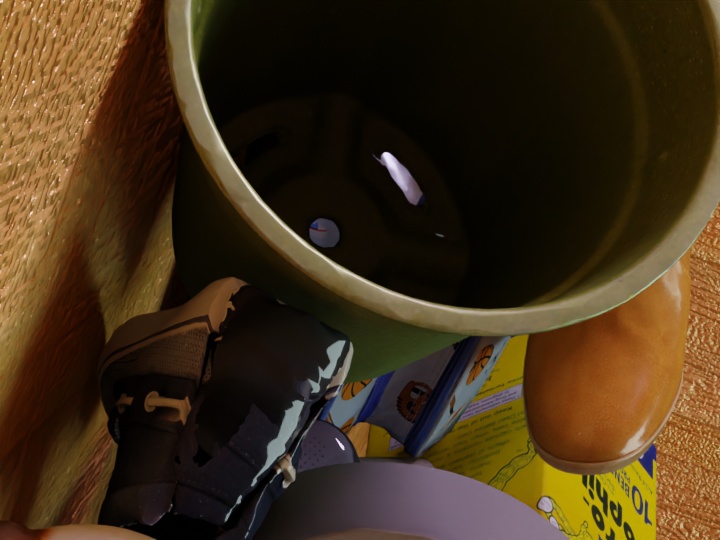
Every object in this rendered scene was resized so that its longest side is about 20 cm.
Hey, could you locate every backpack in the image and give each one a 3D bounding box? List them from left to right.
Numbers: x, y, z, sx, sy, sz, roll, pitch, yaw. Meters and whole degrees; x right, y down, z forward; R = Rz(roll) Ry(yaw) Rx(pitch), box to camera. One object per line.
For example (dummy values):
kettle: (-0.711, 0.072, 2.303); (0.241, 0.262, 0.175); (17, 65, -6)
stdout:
backpack: (0.000, 0.000, 1.111); (0.200, 0.154, 0.190); (-68, 166, 11)

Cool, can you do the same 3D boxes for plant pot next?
plant pot: (0.007, -0.043, 0.890); (0.200, 0.200, 0.190); (-68, -172, -25)

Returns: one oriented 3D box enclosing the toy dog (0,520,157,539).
toy dog: (-0.093, 0.179, 0.787); (0.194, 0.139, 0.200); (-65, 172, -65)

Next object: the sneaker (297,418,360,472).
sneaker: (-0.071, 0.126, 0.976); (0.200, 0.074, 0.088); (-47, 157, -21)

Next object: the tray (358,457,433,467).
tray: (-0.003, 0.141, 1.048); (0.200, 0.107, 0.022); (-103, -162, -52)

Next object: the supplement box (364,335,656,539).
supplement box: (0.071, 0.133, 1.177); (0.109, 0.109, 0.200); (-24, -149, 23)

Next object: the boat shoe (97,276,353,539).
boat shoe: (-0.069, 0.068, 0.875); (0.093, 0.075, 0.200); (-63, -173, -19)

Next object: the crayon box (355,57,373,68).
crayon box: (0.020, -0.195, 1.000); (0.119, 0.058, 0.200); (105, 7, -52)

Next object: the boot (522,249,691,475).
boot: (0.106, -0.028, 1.038); (0.201, 0.071, 0.144); (-70, 159, -45)

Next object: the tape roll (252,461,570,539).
tape roll: (0.006, 0.175, 0.902); (0.066, 0.200, 0.201); (-80, -172, -73)
